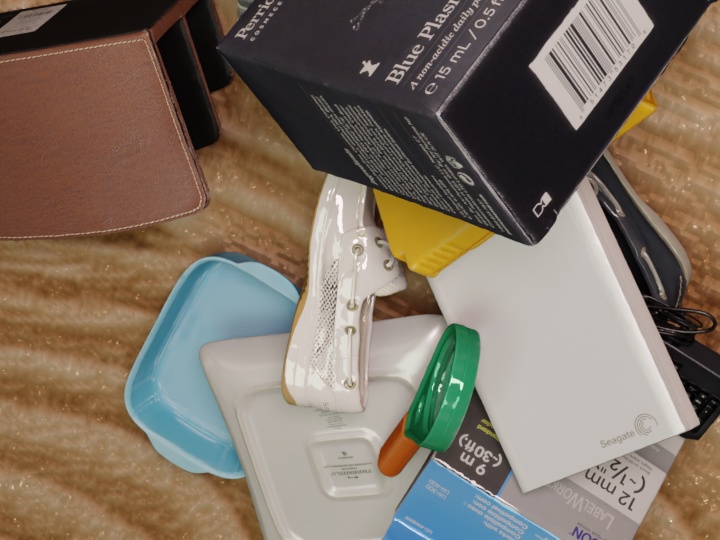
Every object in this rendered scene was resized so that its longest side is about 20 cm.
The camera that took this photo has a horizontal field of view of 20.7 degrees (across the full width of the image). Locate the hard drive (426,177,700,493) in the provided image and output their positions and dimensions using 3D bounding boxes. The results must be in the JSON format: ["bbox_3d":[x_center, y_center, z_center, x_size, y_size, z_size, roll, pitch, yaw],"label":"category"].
[{"bbox_3d":[0.116,0.028,1.242,0.132,0.027,0.200,-27,86,37],"label":"hard drive"}]

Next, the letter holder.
[{"bbox_3d":[-0.191,-0.106,1.361,0.200,0.101,0.142,-6,116,24],"label":"letter holder"}]

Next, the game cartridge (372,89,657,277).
[{"bbox_3d":[0.079,-0.114,1.227,0.032,0.176,0.200,17,136,-41],"label":"game cartridge"}]

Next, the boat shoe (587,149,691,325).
[{"bbox_3d":[0.136,-0.041,1.291,0.075,0.062,0.200,-34,101,33],"label":"boat shoe"}]

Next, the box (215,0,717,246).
[{"bbox_3d":[0.061,-0.143,1.102,0.200,0.197,0.117,22,159,48],"label":"box"}]

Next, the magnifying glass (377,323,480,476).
[{"bbox_3d":[0.043,0.095,1.286,0.022,0.080,0.200,16,155,-8],"label":"magnifying glass"}]

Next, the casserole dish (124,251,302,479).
[{"bbox_3d":[-0.096,0.066,1.452,0.121,0.039,0.200,32,122,3],"label":"casserole dish"}]

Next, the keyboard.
[{"bbox_3d":[0.150,0.040,1.276,0.200,0.040,0.104,30,134,4],"label":"keyboard"}]

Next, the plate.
[{"bbox_3d":[-0.005,0.133,1.416,0.199,0.032,0.200,-7,115,22],"label":"plate"}]

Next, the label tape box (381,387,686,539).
[{"bbox_3d":[0.117,0.145,1.316,0.143,0.200,0.066,32,151,2],"label":"label tape box"}]

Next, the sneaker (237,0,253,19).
[{"bbox_3d":[-0.033,-0.208,1.262,0.075,0.116,0.200,23,160,26],"label":"sneaker"}]

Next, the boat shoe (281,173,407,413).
[{"bbox_3d":[0.000,0.000,1.340,0.069,0.071,0.200,13,99,13],"label":"boat shoe"}]
